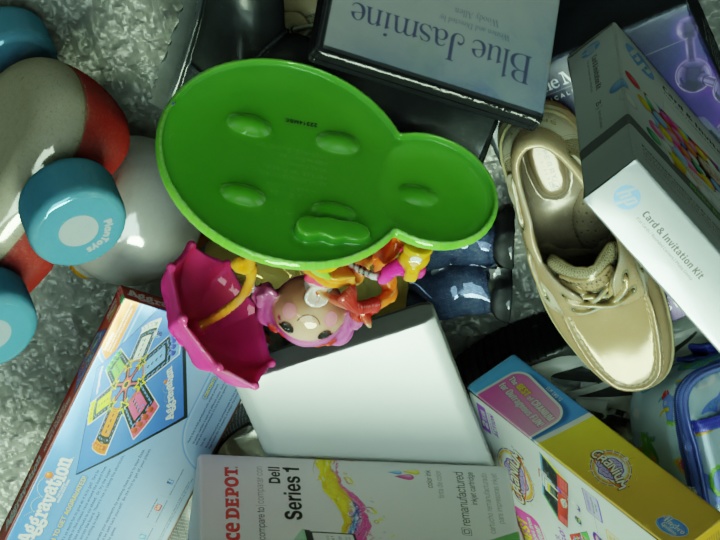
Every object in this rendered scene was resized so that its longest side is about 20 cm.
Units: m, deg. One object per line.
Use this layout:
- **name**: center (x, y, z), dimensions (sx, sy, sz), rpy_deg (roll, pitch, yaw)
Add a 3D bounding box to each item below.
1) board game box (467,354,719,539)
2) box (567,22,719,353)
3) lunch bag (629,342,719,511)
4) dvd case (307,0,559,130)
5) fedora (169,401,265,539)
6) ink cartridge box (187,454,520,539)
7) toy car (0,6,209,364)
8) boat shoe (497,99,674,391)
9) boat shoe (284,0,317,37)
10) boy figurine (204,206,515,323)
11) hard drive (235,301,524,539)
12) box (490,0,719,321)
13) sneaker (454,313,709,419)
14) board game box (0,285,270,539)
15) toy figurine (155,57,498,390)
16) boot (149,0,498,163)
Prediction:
- **board game box**: center (0.155, 0.161, 1.699), dimensions (0.040, 0.200, 0.153), rpy_deg (-34, 136, -19)
- **box**: center (0.182, -0.039, 1.540), dimensions (0.041, 0.200, 0.156), rpy_deg (-37, 109, 17)
- **lunch bag**: center (0.274, 0.114, 1.735), dimensions (0.200, 0.082, 0.161), rpy_deg (-13, 93, -27)
- **dvd case**: center (0.052, -0.190, 1.600), dimensions (0.142, 0.200, 0.018), rpy_deg (16, 154, -13)
- **fedora**: center (-0.033, 0.132, 1.800), dimensions (0.199, 0.090, 0.177), rpy_deg (-2, 116, -1)
- **ink cartridge box**: center (-0.005, 0.188, 1.660), dimensions (0.199, 0.145, 0.084), rpy_deg (3, 121, -6)
- **toy car**: center (-0.175, -0.031, 1.711), dimensions (0.200, 0.185, 0.177), rpy_deg (24, 117, -41)
- **boat shoe**: center (0.133, -0.003, 1.633), dimensions (0.071, 0.065, 0.200), rpy_deg (-23, 112, 13)
- **boat shoe**: center (-0.012, -0.144, 1.684), dimensions (0.072, 0.065, 0.200), rpy_deg (-19, 113, 10)
- **boy figurine**: center (0.000, 0.000, 1.753), dimensions (0.199, 0.064, 0.125), rpy_deg (0, 115, 2)
- **hard drive**: center (0.015, 0.123, 1.723), dimensions (0.132, 0.026, 0.200), rpy_deg (-18, 121, 7)
- **box**: center (0.168, -0.074, 1.692), dimensions (0.148, 0.104, 0.200), rpy_deg (-23, 113, 12)
- **sneaker**: center (0.154, 0.069, 1.776), dimensions (0.200, 0.074, 0.089), rpy_deg (-15, 112, 9)
- **board game box**: center (-0.145, 0.109, 1.713), dimensions (0.103, 0.019, 0.200), rpy_deg (18, 114, -25)
- **toy figurine**: center (-0.039, -0.005, 1.604), dimensions (0.199, 0.150, 0.184), rpy_deg (10, 141, -10)
- **boot**: center (-0.009, -0.123, 1.613), dimensions (0.200, 0.066, 0.165), rpy_deg (27, 123, 10)
